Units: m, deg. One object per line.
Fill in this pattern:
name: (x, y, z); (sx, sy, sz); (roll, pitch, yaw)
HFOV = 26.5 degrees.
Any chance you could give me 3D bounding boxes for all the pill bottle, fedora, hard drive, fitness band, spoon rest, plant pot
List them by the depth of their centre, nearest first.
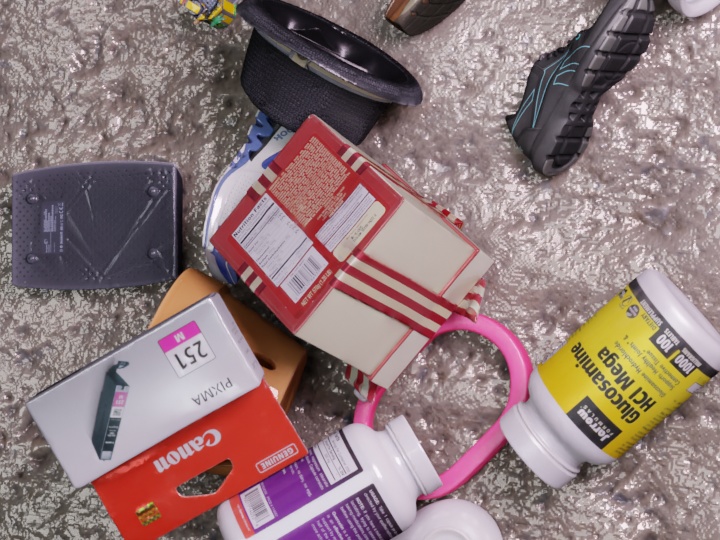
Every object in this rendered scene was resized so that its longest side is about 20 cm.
pill bottle: (0.226, 0.103, 1.386); (0.200, 0.112, 0.113); (-44, 73, 13)
pill bottle: (-0.027, 0.219, 1.429); (0.199, 0.112, 0.113); (-30, 76, -2)
fedora: (-0.043, -0.183, 1.479); (0.200, 0.200, 0.092); (36, 110, 19)
fitness band: (0.077, 0.130, 1.483); (0.200, 0.037, 0.144); (-47, 73, 13)
spoon rest: (0.041, 0.281, 1.484); (0.199, 0.061, 0.100); (-11, 84, 7)
plant pot: (-0.140, 0.116, 1.496); (0.139, 0.200, 0.201); (22, 95, 4)
hard drive: (-0.278, -0.047, 1.627); (0.199, 0.042, 0.136); (-2, 86, 21)

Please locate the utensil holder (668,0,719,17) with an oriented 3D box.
utensil holder: (0.265, -0.351, 1.374); (0.200, 0.170, 0.170); (39, 100, 21)

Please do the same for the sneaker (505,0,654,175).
sneaker: (0.197, -0.186, 1.420); (0.079, 0.075, 0.200); (49, 124, 31)

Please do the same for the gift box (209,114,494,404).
gift box: (0.000, 0.000, 1.430); (0.185, 0.187, 0.200); (-47, 52, 10)

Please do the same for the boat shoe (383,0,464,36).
boat shoe: (0.088, -0.323, 1.494); (0.074, 0.076, 0.200); (39, 92, 24)

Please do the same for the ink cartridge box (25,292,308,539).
ink cartridge box: (-0.174, 0.143, 1.385); (0.199, 0.044, 0.174); (-30, 95, 6)

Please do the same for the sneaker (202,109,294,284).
sneaker: (-0.072, -0.078, 1.510); (0.115, 0.081, 0.200); (17, 67, 14)

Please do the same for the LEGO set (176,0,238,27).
LEGO set: (-0.176, -0.356, 1.567); (0.154, 0.116, 0.201); (-35, 75, 15)
